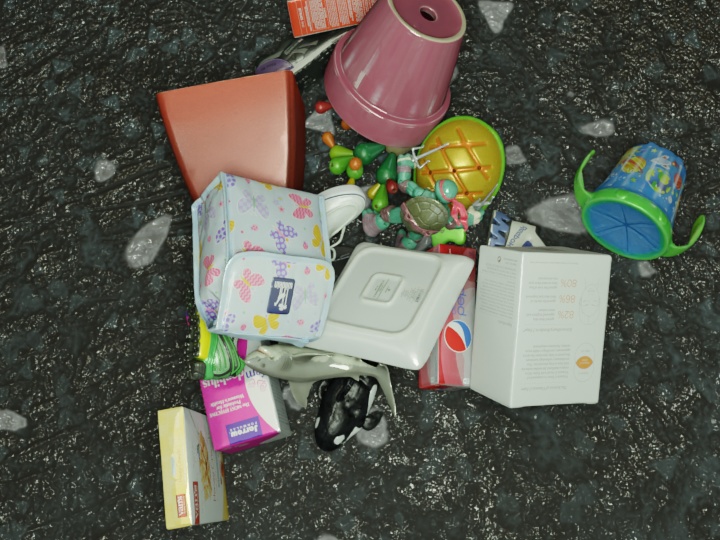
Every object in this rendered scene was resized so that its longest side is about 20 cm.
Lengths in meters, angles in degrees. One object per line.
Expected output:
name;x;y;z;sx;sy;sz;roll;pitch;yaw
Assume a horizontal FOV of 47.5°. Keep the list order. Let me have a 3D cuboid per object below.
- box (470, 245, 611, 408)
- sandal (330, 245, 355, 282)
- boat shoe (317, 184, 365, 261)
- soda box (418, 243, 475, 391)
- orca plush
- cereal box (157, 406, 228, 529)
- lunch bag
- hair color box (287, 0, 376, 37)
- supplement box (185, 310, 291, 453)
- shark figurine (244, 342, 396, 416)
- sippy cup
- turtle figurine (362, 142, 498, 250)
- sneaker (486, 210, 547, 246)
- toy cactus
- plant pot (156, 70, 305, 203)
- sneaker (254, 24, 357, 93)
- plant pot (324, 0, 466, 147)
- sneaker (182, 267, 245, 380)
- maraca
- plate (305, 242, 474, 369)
box;0.243;0.072;1.118;0.149;0.106;0.206;2;97;-25
sandal;0.000;-0.001;1.240;0.194;0.043;0.078;2;76;4
boat shoe;-0.073;-0.046;1.212;0.199;0.075;0.087;-28;49;10
soda box;0.126;0.069;1.193;0.062;0.070;0.206;6;75;-20
orca plush;0.000;0.171;1.182;0.199;0.071;0.106;-40;77;-7
cereal box;-0.222;0.268;1.104;0.038;0.200;0.148;-9;76;1
lunch bag;-0.125;-0.008;1.081;0.166;0.126;0.205;11;64;-33
hair color box;-0.020;-0.443;1.317;0.195;0.065;0.112;-11;38;-1
supplement box;-0.175;0.150;1.182;0.099;0.104;0.205;-16;77;-1
shark figurine;-0.054;0.151;1.137;0.209;0.128;0.092;9;94;-2
sippy cup;0.412;-0.109;1.207;0.178;0.138;0.132;45;66;-26
turtle figurine;0.092;-0.095;1.167;0.150;0.199;0.101;47;47;-7
sneaker;0.236;0.013;1.204;0.112;0.081;0.205;8;75;7
toy cactus;0.024;-0.197;1.272;0.162;0.103;0.203;-21;67;-12
plant pot;-0.174;-0.168;1.223;0.194;0.200;0.181;-10;86;1
sneaker;-0.082;-0.359;1.322;0.197;0.076;0.089;-32;70;-5
plant pot;0.063;-0.318;1.210;0.195;0.180;0.204;12;53;-17
sneaker;-0.195;0.054;1.129;0.083;0.078;0.205;11;66;-29
maraca;0.139;-0.132;1.238;0.135;0.107;0.203;29;105;13
plate;0.034;0.034;1.128;0.196;0.033;0.201;8;50;31
